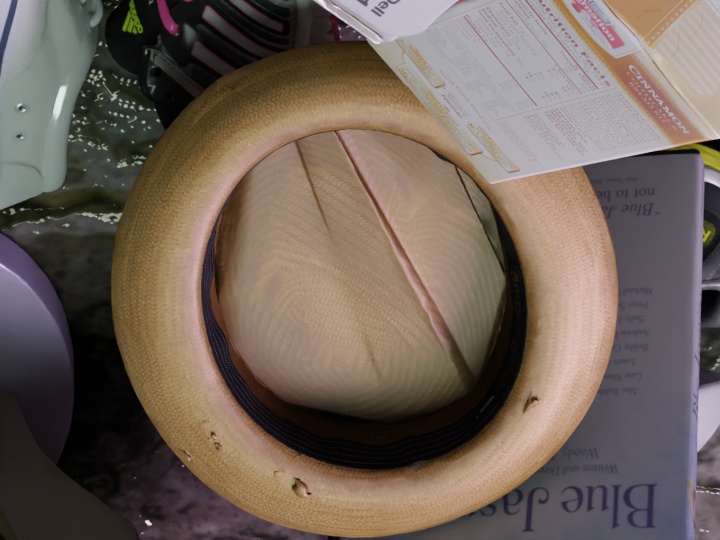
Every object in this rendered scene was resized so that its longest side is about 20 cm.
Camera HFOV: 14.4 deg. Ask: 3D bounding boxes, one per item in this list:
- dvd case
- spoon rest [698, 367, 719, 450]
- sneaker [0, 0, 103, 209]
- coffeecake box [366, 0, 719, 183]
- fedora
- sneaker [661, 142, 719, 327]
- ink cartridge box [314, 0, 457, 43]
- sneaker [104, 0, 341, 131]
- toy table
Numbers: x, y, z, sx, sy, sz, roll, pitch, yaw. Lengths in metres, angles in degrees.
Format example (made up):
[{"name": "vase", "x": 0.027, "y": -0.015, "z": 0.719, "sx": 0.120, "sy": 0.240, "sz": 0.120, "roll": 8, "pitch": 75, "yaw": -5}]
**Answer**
[{"name": "dvd case", "x": 0.064, "y": 0.039, "z": 1.137, "sx": 0.143, "sy": 0.200, "sz": 0.018, "roll": -3, "pitch": 146, "yaw": 13}, {"name": "spoon rest", "x": 0.113, "y": 0.063, "z": 1.240, "sx": 0.099, "sy": 0.061, "sz": 0.200, "roll": -13, "pitch": 172, "yaw": 6}, {"name": "sneaker", "x": -0.136, "y": -0.107, "z": 1.083, "sx": 0.071, "sy": 0.073, "sz": 0.200, "roll": -19, "pitch": 141, "yaw": -32}, {"name": "coffeecake box", "x": 0.104, "y": -0.109, "z": 0.916, "sx": 0.154, "sy": 0.200, "sz": 0.073, "roll": -44, "pitch": 100, "yaw": -14}, {"name": "fedora", "x": 0.000, "y": 0.000, "z": 1.078, "sx": 0.200, "sy": 0.082, "sz": 0.201, "roll": -2, "pitch": 113, "yaw": -4}, {"name": "sneaker", "x": 0.073, "y": 0.015, "z": 1.213, "sx": 0.200, "sy": 0.085, "sz": 0.074, "roll": -29, "pitch": 131, "yaw": 21}, {"name": "ink cartridge box", "x": 0.024, "y": -0.192, "z": 0.899, "sx": 0.083, "sy": 0.200, "sz": 0.147, "roll": 32, "pitch": 125, "yaw": -32}, {"name": "sneaker", "x": -0.056, "y": -0.106, "z": 1.076, "sx": 0.087, "sy": 0.074, "sz": 0.200, "roll": -13, "pitch": 142, "yaw": -1}, {"name": "toy table", "x": -0.189, "y": 0.085, "z": 1.237, "sx": 0.184, "sy": 0.117, "sz": 0.200, "roll": -7, "pitch": 138, "yaw": 2}]
